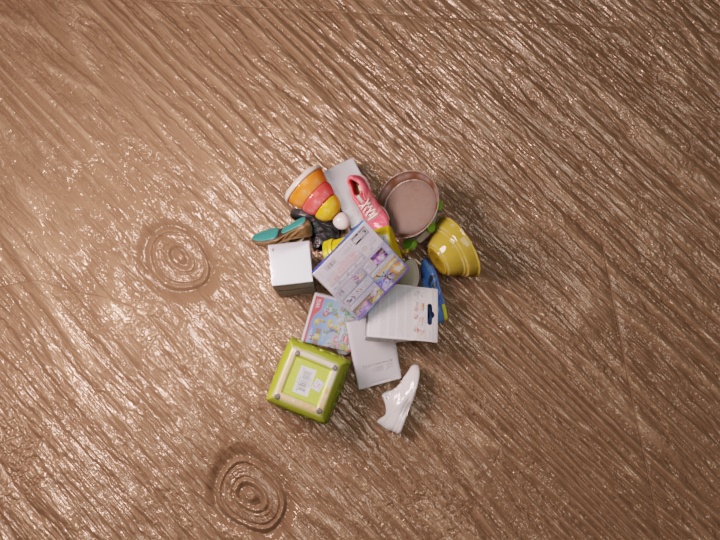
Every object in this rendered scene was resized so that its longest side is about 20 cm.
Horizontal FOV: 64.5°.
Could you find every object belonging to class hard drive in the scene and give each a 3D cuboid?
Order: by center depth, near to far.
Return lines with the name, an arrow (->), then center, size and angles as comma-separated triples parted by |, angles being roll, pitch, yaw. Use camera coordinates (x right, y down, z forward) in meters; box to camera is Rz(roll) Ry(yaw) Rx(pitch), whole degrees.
hard drive -> 0.038, 0.227, 1.631 | 0.131, 0.027, 0.202 | -13, 103, -12

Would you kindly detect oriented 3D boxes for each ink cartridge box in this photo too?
ink cartridge box -> 0.115, 0.121, 1.590 | 0.198, 0.047, 0.162 | 6, 67, -6

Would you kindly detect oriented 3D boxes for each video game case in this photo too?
video game case -> 0.000, 0.000, 1.529 | 0.200, 0.045, 0.181 | -45, 102, -3
video game case -> -0.054, 0.153, 1.619 | 0.198, 0.017, 0.144 | 15, 98, -16

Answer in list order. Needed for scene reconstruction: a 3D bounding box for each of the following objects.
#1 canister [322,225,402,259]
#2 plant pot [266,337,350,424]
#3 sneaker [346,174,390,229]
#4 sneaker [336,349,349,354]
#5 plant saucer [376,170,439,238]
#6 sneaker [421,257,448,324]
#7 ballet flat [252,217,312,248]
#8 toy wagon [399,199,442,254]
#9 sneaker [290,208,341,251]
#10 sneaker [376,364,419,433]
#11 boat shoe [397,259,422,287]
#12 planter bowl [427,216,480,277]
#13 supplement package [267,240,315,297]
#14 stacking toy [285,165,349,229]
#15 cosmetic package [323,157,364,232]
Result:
canister -> 0.010, -0.038, 1.627 | 0.198, 0.087, 0.150 | -14, 121, 14
plant pot -> -0.146, 0.304, 1.575 | 0.197, 0.182, 0.202 | 21, 80, 1
sneaker -> 0.013, -0.188, 1.635 | 0.073, 0.087, 0.201 | -34, 78, 19
sneaker -> -0.044, 0.143, 1.665 | 0.072, 0.071, 0.202 | 4, 79, -2
plant saucer -> 0.138, -0.188, 1.645 | 0.198, 0.034, 0.203 | -7, 77, 29
sneaker -> 0.199, 0.062, 1.695 | 0.078, 0.066, 0.202 | -13, 80, -1
ballet flat -> -0.228, -0.097, 1.699 | 0.198, 0.068, 0.073 | -18, 123, 20
toy wagon -> 0.167, -0.137, 1.695 | 0.039, 0.155, 0.202 | 26, 78, -32
sneaker -> -0.129, -0.108, 1.717 | 0.198, 0.060, 0.105 | 19, 74, -2
sneaker -> 0.108, 0.357, 1.631 | 0.088, 0.075, 0.202 | 21, 81, 6
boat shoe -> 0.152, 0.068, 1.661 | 0.071, 0.059, 0.202 | -15, 62, 33
planter bowl -> 0.251, -0.048, 1.646 | 0.083, 0.201, 0.201 | -30, 81, -12
supplement package -> -0.191, -0.001, 1.622 | 0.116, 0.200, 0.119 | -6, 79, -3
stacking toy -> -0.110, -0.192, 1.666 | 0.146, 0.146, 0.200 | -43, 87, -9
cosmetic package -> -0.027, -0.225, 1.735 | 0.112, 0.081, 0.201 | -25, 80, -7
